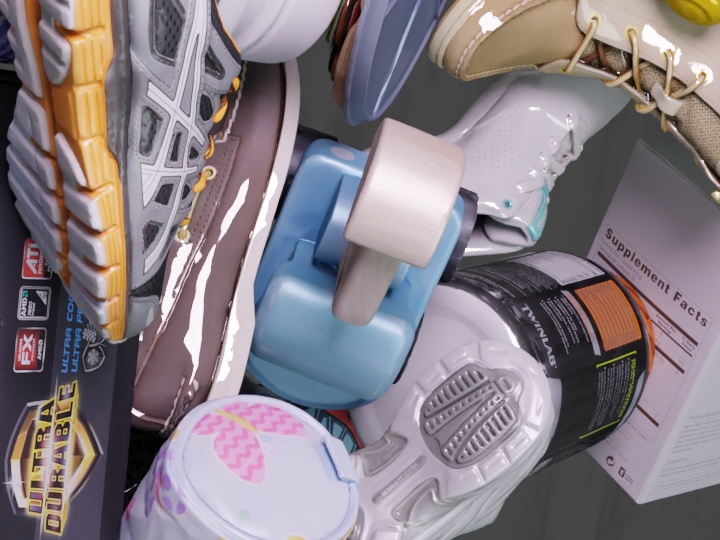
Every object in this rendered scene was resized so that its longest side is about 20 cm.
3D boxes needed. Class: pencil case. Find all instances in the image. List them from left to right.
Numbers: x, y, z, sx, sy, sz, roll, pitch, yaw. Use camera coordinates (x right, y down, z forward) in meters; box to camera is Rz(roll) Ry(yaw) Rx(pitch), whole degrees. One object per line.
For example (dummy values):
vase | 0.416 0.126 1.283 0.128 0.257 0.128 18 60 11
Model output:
pencil case | -0.072 0.144 0.743 0.090 0.083 0.200 10 133 -21

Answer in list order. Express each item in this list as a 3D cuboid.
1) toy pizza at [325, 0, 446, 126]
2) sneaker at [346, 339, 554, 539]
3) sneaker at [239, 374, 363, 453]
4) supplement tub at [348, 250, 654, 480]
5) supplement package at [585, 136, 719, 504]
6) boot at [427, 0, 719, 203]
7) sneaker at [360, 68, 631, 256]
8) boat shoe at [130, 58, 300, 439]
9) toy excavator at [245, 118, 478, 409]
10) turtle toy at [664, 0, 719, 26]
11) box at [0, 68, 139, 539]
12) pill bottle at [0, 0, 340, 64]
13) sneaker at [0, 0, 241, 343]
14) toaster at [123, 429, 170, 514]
toy pizza | 0.027 -0.160 0.747 0.200 0.032 0.201 24 90 -84
sneaker | 0.019 0.119 0.831 0.199 0.078 0.099 -33 154 8
sneaker | -0.029 0.079 0.973 0.096 0.079 0.200 -60 146 -5
supplement tub | 0.088 0.054 0.969 0.200 0.122 0.123 -10 134 -59
supplement package | 0.216 0.027 1.078 0.121 0.120 0.201 -6 129 -37
boot | 0.146 -0.098 0.863 0.199 0.156 0.073 -21 159 -33
sneaker | 0.082 -0.052 0.917 0.199 0.089 0.075 -31 139 -14
boat shoe | -0.074 -0.021 0.770 0.059 0.201 0.072 17 158 -16
toy excavator | 0.000 0.000 0.754 0.099 0.200 0.195 21 117 -6
turtle toy | 0.159 -0.218 0.790 0.200 0.101 0.146 36 81 -13
box | -0.170 0.020 0.641 0.198 0.049 0.201 4 94 -50
pill bottle | -0.105 -0.136 0.653 0.199 0.120 0.120 3 123 -42
sneaker | -0.079 -0.056 0.597 0.077 0.078 0.201 -22 139 -29
toaster | -0.193 0.095 0.794 0.180 0.119 0.201 4 123 -43
